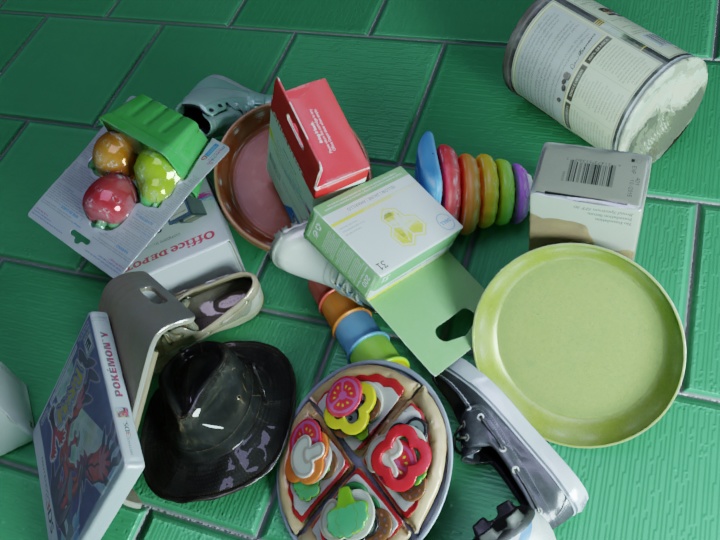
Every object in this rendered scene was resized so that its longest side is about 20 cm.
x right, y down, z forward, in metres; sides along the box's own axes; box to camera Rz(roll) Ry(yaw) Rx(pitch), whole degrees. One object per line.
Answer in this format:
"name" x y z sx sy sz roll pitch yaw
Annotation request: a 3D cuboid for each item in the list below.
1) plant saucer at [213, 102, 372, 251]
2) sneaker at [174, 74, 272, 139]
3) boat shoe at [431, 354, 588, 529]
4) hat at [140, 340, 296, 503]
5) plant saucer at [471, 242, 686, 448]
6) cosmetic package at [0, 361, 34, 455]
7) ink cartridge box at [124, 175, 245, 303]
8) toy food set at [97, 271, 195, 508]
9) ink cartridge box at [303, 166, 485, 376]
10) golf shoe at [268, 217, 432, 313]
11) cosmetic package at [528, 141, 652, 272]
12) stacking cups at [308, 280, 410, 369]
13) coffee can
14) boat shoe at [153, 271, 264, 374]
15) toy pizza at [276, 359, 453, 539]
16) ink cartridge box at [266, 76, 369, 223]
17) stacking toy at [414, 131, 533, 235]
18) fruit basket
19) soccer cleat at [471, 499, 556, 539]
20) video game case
"plant saucer" -0.084 -0.114 0.965 0.197 0.032 0.204 3 75 -9
"sneaker" -0.146 -0.190 1.021 0.198 0.074 0.119 19 38 10
"boat shoe" 0.125 0.166 0.742 0.066 0.070 0.200 -34 62 -15
"hat" -0.160 0.132 0.800 0.198 0.081 0.202 -11 45 11
"plant saucer" 0.206 0.070 0.739 0.197 0.203 0.031 13 18 21
"cosmetic package" -0.474 0.176 0.837 0.198 0.108 0.085 -26 52 -9
"ink cartridge box" -0.242 -0.052 0.965 0.144 0.088 0.201 -23 54 -6
"toy food set" -0.228 0.115 0.781 0.143 0.060 0.203 28 105 49
"ink cartridge box" 0.057 -0.007 0.793 0.200 0.048 0.145 45 47 18
"golf shoe" 0.000 0.000 0.830 0.197 0.079 0.098 7 36 -12
"cosmetic package" 0.223 -0.025 0.770 0.104 0.201 0.072 10 54 21
"stacking cups" 0.004 0.073 0.842 0.060 0.061 0.201 -26 50 -8
"coffee can" 0.293 -0.236 0.942 0.146 0.147 0.200 -34 55 -13
"boat shoe" -0.204 0.058 0.879 0.198 0.065 0.073 -26 74 -10
"toy pizza" -0.005 0.180 0.732 0.198 0.032 0.203 -16 60 28
"ink cartridge box" -0.050 -0.122 0.848 0.067 0.200 0.117 -22 76 -16
"stacking toy" 0.162 -0.093 0.908 0.197 0.111 0.117 -1 43 -3
"fruit basket" -0.274 -0.102 0.915 0.184 0.094 0.201 28 78 29
"soccer cleat" 0.087 0.284 0.660 0.199 0.070 0.087 -35 87 1
"video game case" -0.276 0.175 0.763 0.023 0.201 0.183 9 39 -39
